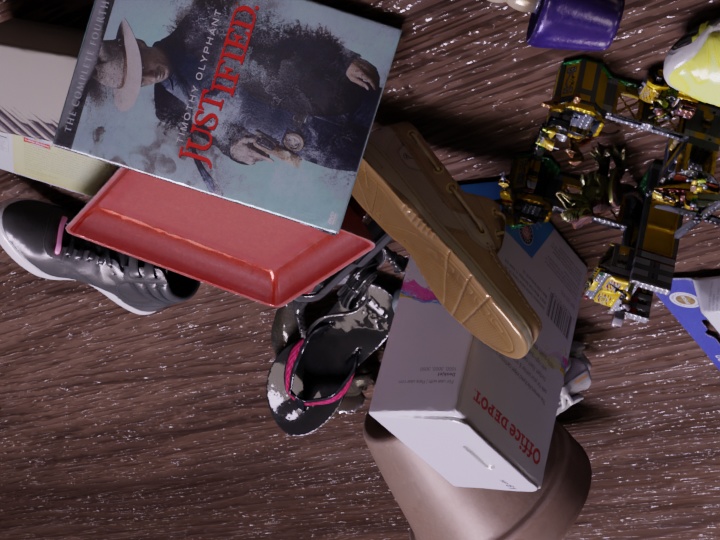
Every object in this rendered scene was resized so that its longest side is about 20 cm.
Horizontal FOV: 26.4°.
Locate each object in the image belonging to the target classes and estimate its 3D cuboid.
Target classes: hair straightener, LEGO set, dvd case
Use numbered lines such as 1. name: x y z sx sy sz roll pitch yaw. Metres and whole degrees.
1. hair straightener: 0.000 0.000 1.271 0.077 0.041 0.200 18 136 -15
2. LEGO set: 0.168 -0.042 1.056 0.153 0.116 0.200 19 154 -9
3. dvd case: -0.088 -0.121 1.021 0.200 0.146 0.022 18 -175 -3

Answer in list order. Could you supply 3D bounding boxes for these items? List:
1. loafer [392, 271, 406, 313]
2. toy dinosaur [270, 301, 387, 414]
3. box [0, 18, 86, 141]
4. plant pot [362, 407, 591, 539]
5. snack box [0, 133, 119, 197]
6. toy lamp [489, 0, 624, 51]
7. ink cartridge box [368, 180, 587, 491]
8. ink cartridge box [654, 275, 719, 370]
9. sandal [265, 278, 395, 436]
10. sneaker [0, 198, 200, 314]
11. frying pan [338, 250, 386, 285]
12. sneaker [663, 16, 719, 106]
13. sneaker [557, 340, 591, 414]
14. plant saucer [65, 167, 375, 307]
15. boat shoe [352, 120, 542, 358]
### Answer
1. loafer: 0.069 0.030 1.324 0.072 0.063 0.200 8 164 9
2. toy dinosaur: -0.037 0.084 1.467 0.102 0.077 0.200 -25 139 35
3. box: -0.174 -0.126 1.093 0.199 0.082 0.069 11 111 11
4. plant pot: 0.096 0.184 1.492 0.200 0.200 0.175 -16 124 47
5. snack box: -0.244 -0.108 1.239 0.200 0.037 0.116 18 156 -5
6. toy lamp: 0.058 -0.177 0.918 0.200 0.058 0.058 16 154 -1
7. ink cartridge box: 0.095 0.053 1.189 0.084 0.200 0.145 -4 148 34
8. ink cartridge box: 0.356 0.061 1.248 0.200 0.041 0.200 -6 147 36
9. sandal: -0.033 0.084 1.400 0.075 0.045 0.200 36 126 -1
10. sneaker: -0.226 -0.021 1.373 0.099 0.071 0.200 -14 148 42
11. frying pan: -0.041 -0.034 1.292 0.115 0.031 0.190 6 155 14
12. sneaker: 0.281 -0.101 0.926 0.200 0.077 0.075 12 156 8
13. sneaker: 0.148 0.102 1.319 0.092 0.200 0.076 -8 110 21
14. plant saucer: -0.112 -0.041 1.221 0.199 0.037 0.200 21 156 -20
15. boat shoe: 0.070 -0.029 1.096 0.200 0.069 0.074 51 158 12
